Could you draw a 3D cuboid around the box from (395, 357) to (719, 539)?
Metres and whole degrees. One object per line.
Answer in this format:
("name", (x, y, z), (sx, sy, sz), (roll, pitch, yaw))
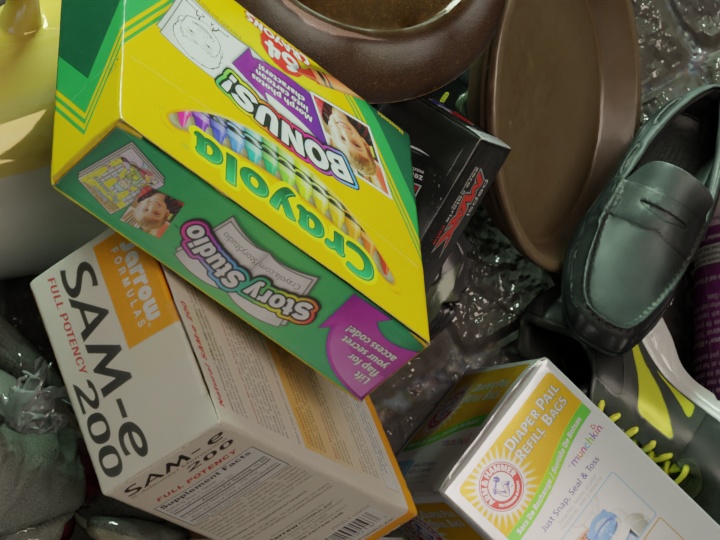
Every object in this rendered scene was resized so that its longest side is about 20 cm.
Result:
("box", (0.120, 0.154, 1.609), (0.200, 0.112, 0.101), (44, 70, -13))

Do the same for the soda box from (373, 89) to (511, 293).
("soda box", (0.000, 0.000, 1.546), (0.063, 0.071, 0.201), (32, 98, 16))

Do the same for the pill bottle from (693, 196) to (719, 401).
("pill bottle", (0.255, 0.051, 1.700), (0.112, 0.112, 0.201), (7, 78, -25))

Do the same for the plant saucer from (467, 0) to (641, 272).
("plant saucer", (0.112, -0.100, 1.650), (0.200, 0.029, 0.201), (-14, 107, -60))

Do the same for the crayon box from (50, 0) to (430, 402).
("crayon box", (-0.057, -0.055, 1.390), (0.200, 0.058, 0.173), (36, 27, -27))

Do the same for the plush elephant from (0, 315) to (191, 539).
("plush elephant", (-0.163, 0.098, 1.464), (0.154, 0.199, 0.166), (18, 64, -41))

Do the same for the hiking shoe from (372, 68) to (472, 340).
("hiking shoe", (0.015, -0.063, 1.620), (0.100, 0.076, 0.201), (10, 77, -28))

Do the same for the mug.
("mug", (-0.211, -0.075, 1.477), (0.152, 0.149, 0.188), (-19, 96, -19))

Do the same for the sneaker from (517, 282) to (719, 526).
("sneaker", (0.159, 0.090, 1.646), (0.084, 0.075, 0.200), (-20, 66, -37))

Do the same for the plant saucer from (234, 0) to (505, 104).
("plant saucer", (-0.006, -0.186, 1.515), (0.199, 0.032, 0.201), (10, 64, -20))

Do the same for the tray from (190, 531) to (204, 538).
("tray", (-0.089, 0.189, 1.545), (0.098, 0.037, 0.201), (19, 73, -23))

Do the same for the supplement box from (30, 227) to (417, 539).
("supplement box", (-0.066, 0.066, 1.408), (0.200, 0.073, 0.126), (32, 30, -55))

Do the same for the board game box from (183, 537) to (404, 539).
("board game box", (-0.029, 0.206, 1.510), (0.200, 0.034, 0.127), (11, 73, -62))

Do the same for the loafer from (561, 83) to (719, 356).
("loafer", (0.169, -0.034, 1.648), (0.068, 0.070, 0.201), (30, 49, -2))
